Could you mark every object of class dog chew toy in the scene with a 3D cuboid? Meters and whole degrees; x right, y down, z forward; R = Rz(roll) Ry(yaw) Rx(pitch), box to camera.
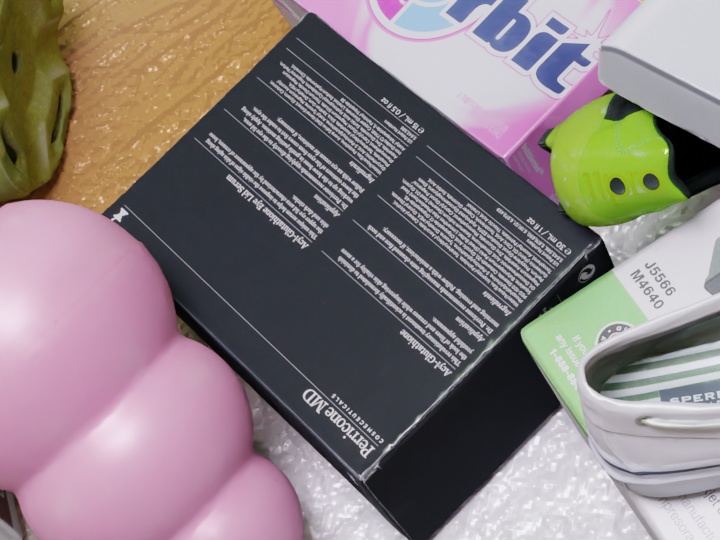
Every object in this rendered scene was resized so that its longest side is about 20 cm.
[{"bbox_3d":[-0.103,0.068,0.898,0.125,0.125,0.200,-43,96,-5],"label":"dog chew toy"}]

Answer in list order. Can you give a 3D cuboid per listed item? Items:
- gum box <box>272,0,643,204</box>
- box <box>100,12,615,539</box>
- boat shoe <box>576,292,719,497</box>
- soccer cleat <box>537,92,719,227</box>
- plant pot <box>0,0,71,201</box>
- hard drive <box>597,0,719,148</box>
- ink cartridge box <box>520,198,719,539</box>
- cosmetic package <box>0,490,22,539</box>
[{"bbox_3d":[0.057,-0.119,0.994,0.114,0.066,0.200,-46,54,-5],"label":"gum box"},{"bbox_3d":[0.000,0.000,0.942,0.141,0.079,0.200,-43,54,-8],"label":"box"},{"bbox_3d":[0.172,0.029,0.749,0.199,0.067,0.074,-22,56,10],"label":"boat shoe"},{"bbox_3d":[0.157,-0.074,0.886,0.081,0.068,0.200,-1,29,47],"label":"soccer cleat"},{"bbox_3d":[-0.248,-0.100,1.060,0.183,0.201,0.201,0,60,10],"label":"plant pot"},{"bbox_3d":[0.203,-0.112,0.837,0.132,0.027,0.200,31,59,25],"label":"hard drive"},{"bbox_3d":[0.187,0.035,0.833,0.200,0.084,0.146,-34,54,1],"label":"ink cartridge box"},{"bbox_3d":[-0.288,0.066,0.975,0.199,0.165,0.165,-26,55,7],"label":"cosmetic package"}]
